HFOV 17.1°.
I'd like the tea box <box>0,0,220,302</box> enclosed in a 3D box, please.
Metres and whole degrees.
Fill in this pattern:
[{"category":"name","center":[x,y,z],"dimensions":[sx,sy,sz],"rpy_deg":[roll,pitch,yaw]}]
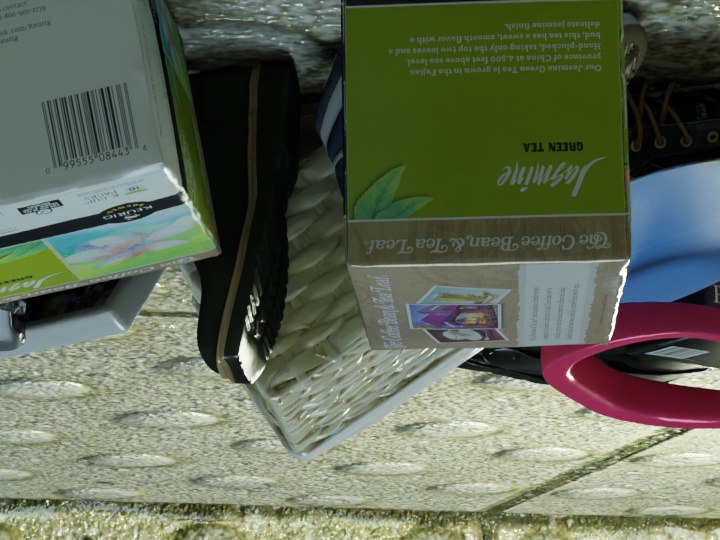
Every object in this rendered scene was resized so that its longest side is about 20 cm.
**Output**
[{"category":"tea box","center":[-0.191,-0.069,1.241],"dimensions":[0.199,0.134,0.197],"rpy_deg":[-12,168,3]}]

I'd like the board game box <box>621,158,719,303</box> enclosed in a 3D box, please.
[{"category":"board game box","center":[0.169,-0.032,1.426],"dimensions":[0.158,0.039,0.200],"rpy_deg":[-23,156,12]}]

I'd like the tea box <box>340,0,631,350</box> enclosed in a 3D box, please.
[{"category":"tea box","center":[0.060,-0.073,1.177],"dimensions":[0.133,0.198,0.200],"rpy_deg":[-1,168,3]}]

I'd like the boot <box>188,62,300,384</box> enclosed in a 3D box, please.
[{"category":"boot","center":[-0.111,-0.029,1.380],"dimensions":[0.138,0.201,0.078],"rpy_deg":[1,146,8]}]

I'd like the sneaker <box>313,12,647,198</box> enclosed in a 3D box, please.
[{"category":"sneaker","center":[0.059,-0.107,1.352],"dimensions":[0.200,0.109,0.070],"rpy_deg":[-37,151,16]}]

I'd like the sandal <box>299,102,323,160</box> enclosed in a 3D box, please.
[{"category":"sandal","center":[-0.058,-0.058,1.532],"dimensions":[0.200,0.054,0.080],"rpy_deg":[-23,162,36]}]

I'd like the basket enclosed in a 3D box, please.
[{"category":"basket","center":[0.000,0.000,1.466],"dimensions":[0.200,0.136,0.123],"rpy_deg":[-34,159,-3]}]

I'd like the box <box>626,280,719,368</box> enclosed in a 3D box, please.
[{"category":"box","center":[0.271,-0.007,1.601],"dimensions":[0.199,0.142,0.079],"rpy_deg":[10,161,-37]}]

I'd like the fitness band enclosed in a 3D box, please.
[{"category":"fitness band","center":[0.197,0.062,1.517],"dimensions":[0.143,0.038,0.200],"rpy_deg":[-5,160,28]}]

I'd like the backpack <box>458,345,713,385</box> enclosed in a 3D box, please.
[{"category":"backpack","center":[0.151,0.013,1.660],"dimensions":[0.199,0.151,0.177],"rpy_deg":[16,168,-27]}]

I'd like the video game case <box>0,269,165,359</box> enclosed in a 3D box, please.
[{"category":"video game case","center":[-0.173,-0.019,1.502],"dimensions":[0.200,0.182,0.023],"rpy_deg":[-12,128,44]}]

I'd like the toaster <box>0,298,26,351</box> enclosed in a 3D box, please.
[{"category":"toaster","center":[-0.254,-0.030,1.424],"dimensions":[0.129,0.200,0.114],"rpy_deg":[6,124,-5]}]

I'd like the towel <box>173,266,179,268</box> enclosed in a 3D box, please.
[{"category":"towel","center":[-0.118,-0.030,1.739],"dimensions":[0.200,0.035,0.192],"rpy_deg":[-12,162,41]}]

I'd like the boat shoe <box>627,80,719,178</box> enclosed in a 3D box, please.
[{"category":"boat shoe","center":[0.170,-0.088,1.432],"dimensions":[0.200,0.071,0.091],"rpy_deg":[16,145,-43]}]
